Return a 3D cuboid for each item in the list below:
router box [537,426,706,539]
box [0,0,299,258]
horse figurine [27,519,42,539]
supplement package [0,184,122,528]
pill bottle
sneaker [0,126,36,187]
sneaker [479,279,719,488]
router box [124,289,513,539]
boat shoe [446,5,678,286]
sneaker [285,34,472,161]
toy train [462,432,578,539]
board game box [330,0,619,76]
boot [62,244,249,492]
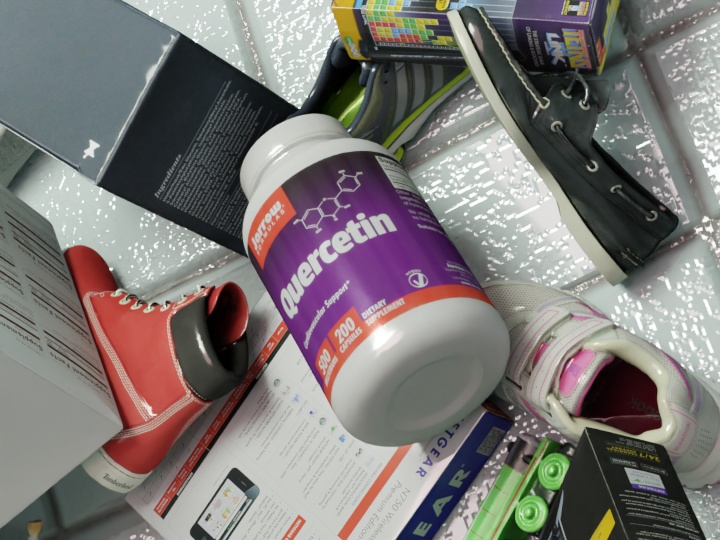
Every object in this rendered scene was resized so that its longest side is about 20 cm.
[{"bbox_3d":[0.123,0.211,0.984,0.158,0.052,0.201,-101,28,-63],"label":"router box"},{"bbox_3d":[-0.143,-0.105,1.203,0.148,0.200,0.108,31,92,29],"label":"box"},{"bbox_3d":[-0.275,0.178,1.266,0.200,0.050,0.133,44,130,36],"label":"horse figurine"},{"bbox_3d":[-0.286,0.058,1.171,0.191,0.147,0.201,-38,46,12],"label":"supplement package"},{"bbox_3d":[0.000,0.000,1.104,0.112,0.112,0.201,-41,54,12],"label":"pill bottle"},{"bbox_3d":[-0.279,-0.134,1.348,0.201,0.074,0.118,-48,68,12],"label":"sneaker"},{"bbox_3d":[0.130,0.057,1.088,0.199,0.088,0.082,24,89,30],"label":"sneaker"},{"bbox_3d":[-0.030,0.122,1.176,0.179,0.049,0.201,38,96,29],"label":"router box"},{"bbox_3d":[0.124,-0.084,1.086,0.066,0.075,0.200,-32,107,10],"label":"boat shoe"},{"bbox_3d":[0.027,-0.141,1.192,0.074,0.081,0.201,36,93,29],"label":"sneaker"},{"bbox_3d":[0.074,0.187,1.114,0.056,0.042,0.201,29,92,40],"label":"toy train"},{"bbox_3d":[0.087,-0.221,1.150,0.164,0.057,0.201,5,60,20],"label":"board game box"},{"bbox_3d":[-0.137,0.029,1.216,0.144,0.072,0.201,-44,44,20],"label":"boot"}]
